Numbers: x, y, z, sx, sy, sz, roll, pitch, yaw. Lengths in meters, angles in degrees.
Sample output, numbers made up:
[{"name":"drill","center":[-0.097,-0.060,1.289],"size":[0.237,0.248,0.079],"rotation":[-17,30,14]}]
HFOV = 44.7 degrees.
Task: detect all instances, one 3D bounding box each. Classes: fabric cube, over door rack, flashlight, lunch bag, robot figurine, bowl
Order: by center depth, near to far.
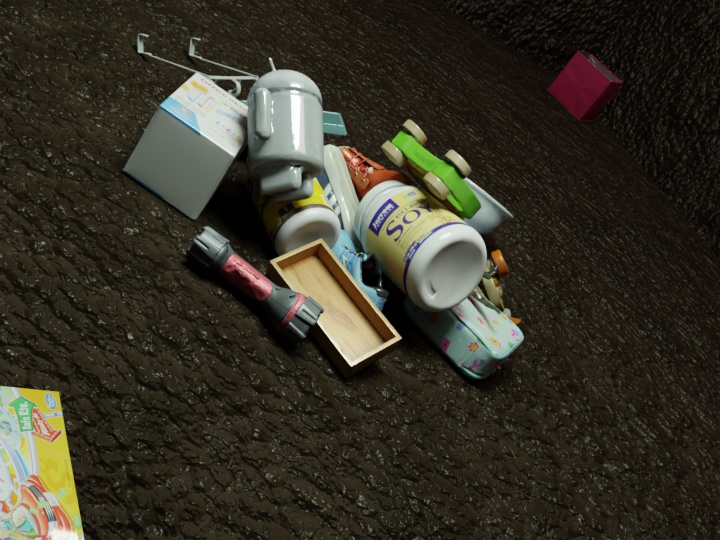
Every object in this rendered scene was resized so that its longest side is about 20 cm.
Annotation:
[{"name":"flashlight","center":[-0.144,0.019,1.185],"size":[0.199,0.068,0.068],"rotation":[38,38,-3]},{"name":"robot figurine","center":[-0.109,-0.204,1.280],"size":[0.169,0.111,0.204],"rotation":[29,56,-68]},{"name":"lunch bag","center":[0.176,0.088,1.474],"size":[0.200,0.077,0.160],"rotation":[45,26,13]},{"name":"over door rack","center":[-0.291,-0.356,1.582],"size":[0.199,0.067,0.147],"rotation":[35,27,24]},{"name":"bowl","center":[0.213,-0.134,1.817],"size":[0.200,0.091,0.201],"rotation":[37,4,-3]},{"name":"fabric cube","center":[0.920,-0.755,3.587],"size":[0.200,0.200,0.195],"rotation":[47,28,16]}]

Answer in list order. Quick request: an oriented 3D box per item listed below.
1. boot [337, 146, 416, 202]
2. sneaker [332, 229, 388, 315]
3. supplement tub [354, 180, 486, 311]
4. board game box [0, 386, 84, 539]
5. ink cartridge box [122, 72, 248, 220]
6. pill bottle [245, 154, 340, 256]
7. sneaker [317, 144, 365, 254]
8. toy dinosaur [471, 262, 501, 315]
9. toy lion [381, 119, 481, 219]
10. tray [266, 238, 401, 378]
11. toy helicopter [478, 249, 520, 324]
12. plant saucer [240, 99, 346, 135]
[{"name":"boot","center":[0.006,-0.164,1.518],"size":[0.075,0.198,0.108],"rotation":[-49,128,-30]},{"name":"sneaker","center":[0.000,0.000,1.369],"size":[0.077,0.090,0.201],"rotation":[17,33,-37]},{"name":"supplement tub","center":[0.090,-0.044,1.381],"size":[0.144,0.147,0.200],"rotation":[13,21,-40]},{"name":"board game box","center":[-0.313,0.186,0.746],"size":[0.133,0.034,0.202],"rotation":[14,36,-40]},{"name":"ink cartridge box","center":[-0.245,-0.196,1.319],"size":[0.128,0.126,0.201],"rotation":[33,28,-10]},{"name":"pill bottle","center":[-0.114,-0.114,1.378],"size":[0.108,0.110,0.201],"rotation":[12,37,-42]},{"name":"sneaker","center":[-0.049,-0.106,1.491],"size":[0.075,0.083,0.204],"rotation":[-7,80,-65]},{"name":"toy dinosaur","center":[0.180,0.002,1.476],"size":[0.200,0.048,0.087],"rotation":[42,43,23]},{"name":"toy lion","center":[0.130,-0.143,1.423],"size":[0.192,0.069,0.200],"rotation":[46,-1,-43]},{"name":"tray","center":[-0.040,0.052,1.263],"size":[0.098,0.037,0.201],"rotation":[-24,65,-34]},{"name":"toy helicopter","center":[0.249,0.045,1.612],"size":[0.200,0.078,0.134],"rotation":[25,43,-77]},{"name":"plant saucer","center":[-0.122,-0.274,1.558],"size":[0.196,0.019,0.070],"rotation":[6,33,-14]}]
